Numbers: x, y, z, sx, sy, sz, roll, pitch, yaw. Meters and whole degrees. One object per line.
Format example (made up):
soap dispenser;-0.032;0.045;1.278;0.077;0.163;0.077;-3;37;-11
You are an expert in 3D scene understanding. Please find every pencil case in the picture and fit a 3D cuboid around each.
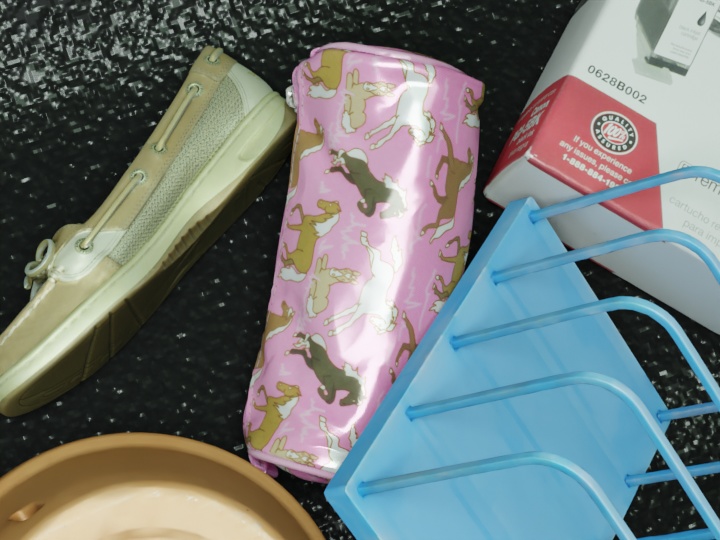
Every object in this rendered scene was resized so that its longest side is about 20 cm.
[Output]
pencil case;0.000;0.000;0.889;0.082;0.086;0.201;8;91;-38

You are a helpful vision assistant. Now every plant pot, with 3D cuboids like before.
plant pot;-0.089;0.159;0.800;0.199;0.140;0.201;2;78;-10

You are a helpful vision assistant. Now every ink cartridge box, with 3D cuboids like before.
ink cartridge box;0.173;-0.093;0.957;0.146;0.083;0.201;29;75;-4

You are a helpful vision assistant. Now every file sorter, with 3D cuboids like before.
file sorter;0.107;0.069;0.835;0.139;0.122;0.200;55;44;-21

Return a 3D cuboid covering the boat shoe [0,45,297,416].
boat shoe;-0.109;-0.019;0.900;0.063;0.073;0.201;39;72;6
